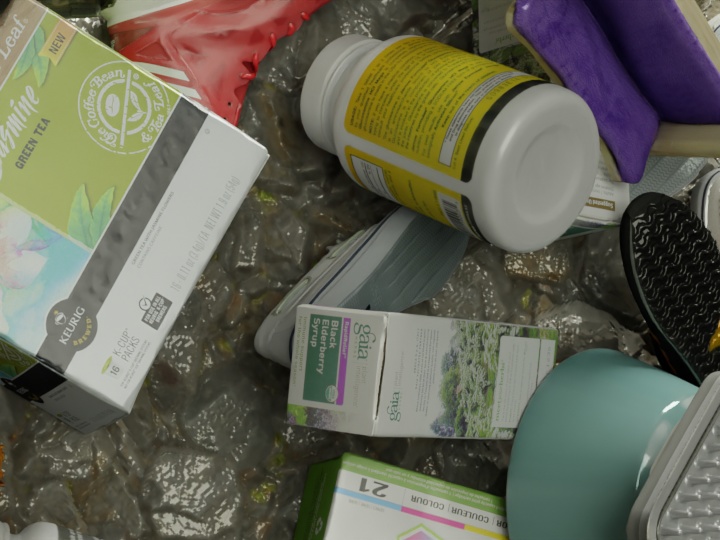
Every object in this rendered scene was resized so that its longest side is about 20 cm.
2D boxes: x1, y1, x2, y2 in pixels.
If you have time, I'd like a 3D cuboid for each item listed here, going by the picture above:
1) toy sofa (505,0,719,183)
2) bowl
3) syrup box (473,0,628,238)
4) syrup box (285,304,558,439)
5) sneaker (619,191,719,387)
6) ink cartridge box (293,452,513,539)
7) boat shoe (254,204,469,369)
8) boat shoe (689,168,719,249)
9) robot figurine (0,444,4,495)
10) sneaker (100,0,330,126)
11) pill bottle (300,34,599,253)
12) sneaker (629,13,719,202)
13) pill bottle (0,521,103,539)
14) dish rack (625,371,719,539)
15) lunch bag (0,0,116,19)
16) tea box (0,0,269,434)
[{"bbox_3d":[0.185,-0.147,1.490,0.200,0.082,0.098,50,55,-40],"label":"toy sofa"},{"bbox_3d":[0.202,0.156,1.528,0.200,0.104,0.203,1,89,-46],"label":"bowl"},{"bbox_3d":[0.135,-0.127,1.590,0.081,0.078,0.202,7,78,-40],"label":"syrup box"},{"bbox_3d":[0.043,0.069,1.487,0.199,0.081,0.080,6,89,-50],"label":"syrup box"},{"bbox_3d":[0.224,0.032,1.589,0.070,0.090,0.201,-38,110,-18],"label":"sneaker"},{"bbox_3d":[0.022,0.242,1.506,0.147,0.076,0.202,17,74,-16],"label":"ink cartridge box"},{"bbox_3d":[0.000,0.000,1.542,0.200,0.066,0.074,-39,131,-43],"label":"boat shoe"},{"bbox_3d":[0.306,0.016,1.648,0.070,0.070,0.202,-17,87,-21],"label":"boat shoe"},{"bbox_3d":[-0.327,0.121,1.378,0.198,0.145,0.059,-2,100,-22],"label":"robot figurine"},{"bbox_3d":[-0.075,-0.156,1.554,0.198,0.078,0.117,-14,94,-9],"label":"sneaker"},{"bbox_3d":[0.055,-0.094,1.506,0.112,0.199,0.113,-23,124,-38],"label":"pill bottle"},{"bbox_3d":[0.238,-0.116,1.651,0.200,0.071,0.073,-42,101,0],"label":"sneaker"},{"bbox_3d":[-0.176,0.227,1.419,0.199,0.114,0.115,21,74,-14],"label":"pill bottle"},{"bbox_3d":[0.246,0.176,1.467,0.172,0.043,0.201,-54,125,-31],"label":"dish rack"},{"bbox_3d":[-0.256,-0.251,1.475,0.198,0.118,0.166,-1,80,-14],"label":"lunch bag"},{"bbox_3d":[-0.199,-0.033,1.446,0.196,0.134,0.201,31,72,-11],"label":"tea box"}]
